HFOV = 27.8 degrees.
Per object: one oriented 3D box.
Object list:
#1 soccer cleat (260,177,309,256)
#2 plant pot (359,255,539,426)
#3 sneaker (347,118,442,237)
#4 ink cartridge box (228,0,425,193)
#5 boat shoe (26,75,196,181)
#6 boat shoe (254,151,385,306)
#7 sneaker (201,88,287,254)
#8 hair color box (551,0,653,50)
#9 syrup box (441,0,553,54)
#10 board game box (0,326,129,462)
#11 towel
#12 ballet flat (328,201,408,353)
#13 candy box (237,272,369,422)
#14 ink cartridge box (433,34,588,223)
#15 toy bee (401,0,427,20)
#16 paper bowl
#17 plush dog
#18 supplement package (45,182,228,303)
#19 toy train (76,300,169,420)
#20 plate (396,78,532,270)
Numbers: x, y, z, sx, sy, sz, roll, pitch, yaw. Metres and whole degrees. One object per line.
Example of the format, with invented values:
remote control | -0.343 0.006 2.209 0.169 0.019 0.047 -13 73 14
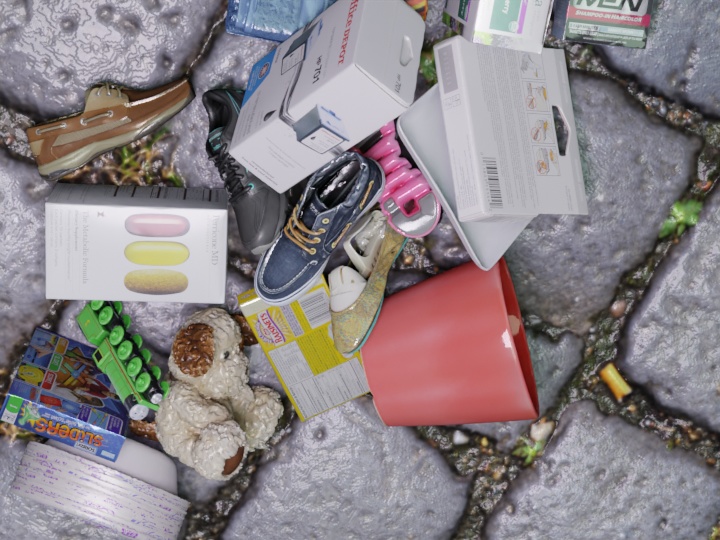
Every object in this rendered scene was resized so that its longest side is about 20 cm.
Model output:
soccer cleat | -0.095 -0.032 1.688 0.083 0.065 0.201 12 117 31
plant pot | 0.099 0.091 1.670 0.176 0.201 0.202 -13 106 10
sneaker | 0.036 -0.126 1.660 0.079 0.095 0.201 -29 81 18
ink cartridge box | -0.036 -0.196 1.541 0.086 0.147 0.200 35 134 -27
boat shoe | -0.282 -0.172 1.620 0.199 0.076 0.074 -27 102 2
boat shoe | -0.056 -0.049 1.581 0.071 0.091 0.201 40 94 14
sneaker | -0.135 -0.112 1.601 0.079 0.201 0.075 14 146 -42
hair color box | 0.281 -0.355 1.625 0.098 0.061 0.201 5 104 -6
syrup box | 0.146 -0.289 1.558 0.081 0.200 0.079 8 105 -7
board game box | -0.321 0.136 1.632 0.135 0.200 0.035 22 106 -10
towel | -0.045 -0.301 1.615 0.199 0.049 0.112 10 95 -9
ballet flat | 0.000 0.000 1.646 0.070 0.071 0.201 32 59 -12
candy box | -0.060 0.086 1.694 0.102 0.026 0.201 -22 128 3
ink cartridge box | 0.169 -0.154 1.623 0.175 0.045 0.201 -1 80 -42
toy bee | 0.021 -0.360 1.547 0.131 0.109 0.200 -41 93 -10
paper bowl | -0.292 0.242 1.668 0.200 0.201 0.105 24 77 -10
plush dog | -0.178 0.126 1.665 0.159 0.200 0.173 13 102 13
supplement package | -0.249 -0.032 1.640 0.198 0.110 0.115 1 105 -5
toy train | -0.271 0.096 1.638 0.056 0.200 0.042 -50 133 10
plate | 0.130 -0.128 1.633 0.032 0.200 0.200 -15 113 44
